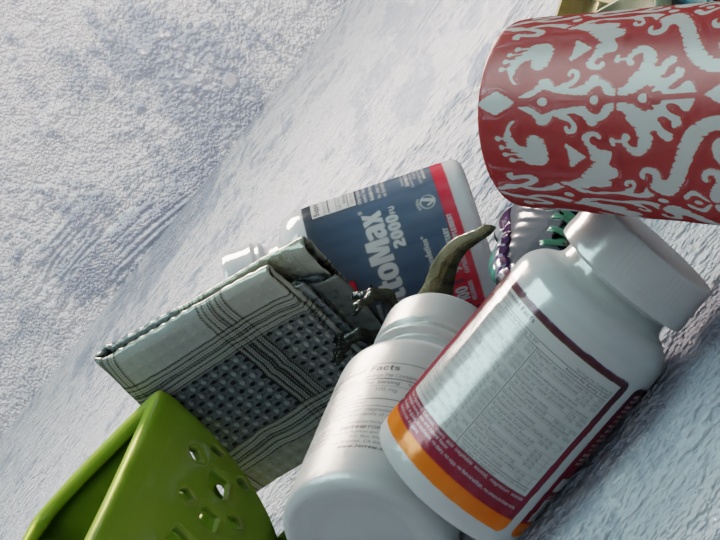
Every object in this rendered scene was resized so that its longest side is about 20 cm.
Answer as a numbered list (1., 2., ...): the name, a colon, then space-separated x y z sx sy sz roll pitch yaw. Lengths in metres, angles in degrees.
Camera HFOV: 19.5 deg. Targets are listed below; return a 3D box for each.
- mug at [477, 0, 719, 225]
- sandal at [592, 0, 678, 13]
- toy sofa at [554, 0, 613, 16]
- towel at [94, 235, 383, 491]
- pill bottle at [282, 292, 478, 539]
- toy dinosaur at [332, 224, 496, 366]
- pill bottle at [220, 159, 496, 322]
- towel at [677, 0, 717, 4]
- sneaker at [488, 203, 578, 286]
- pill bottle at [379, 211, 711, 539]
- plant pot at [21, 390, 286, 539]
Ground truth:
1. mug: 0.185 -0.075 1.169 0.199 0.178 0.134 3 63 34
2. sandal: 0.151 -0.149 1.516 0.201 0.057 0.080 -43 48 46
3. toy sofa: 0.212 -0.183 1.673 0.200 0.097 0.083 -93 18 -71
4. towel: -0.066 0.080 1.579 0.199 0.193 0.035 -30 35 20
5. pill bottle: 0.030 0.112 1.399 0.114 0.114 0.201 -42 16 41
6. toy dinosaur: 0.031 0.043 1.512 0.048 0.087 0.201 -101 21 -57
7. pill bottle: 0.000 0.000 1.621 0.199 0.120 0.120 -19 15 2
8. towel: 0.200 -0.129 1.507 0.200 0.022 0.148 -41 49 47
9. sneaker: 0.135 -0.030 1.455 0.088 0.074 0.200 -62 12 17
10. pill bottle: 0.111 0.058 1.254 0.200 0.109 0.110 -50 12 12
11. plant pot: -0.157 0.248 1.559 0.199 0.181 0.200 -44 14 35
